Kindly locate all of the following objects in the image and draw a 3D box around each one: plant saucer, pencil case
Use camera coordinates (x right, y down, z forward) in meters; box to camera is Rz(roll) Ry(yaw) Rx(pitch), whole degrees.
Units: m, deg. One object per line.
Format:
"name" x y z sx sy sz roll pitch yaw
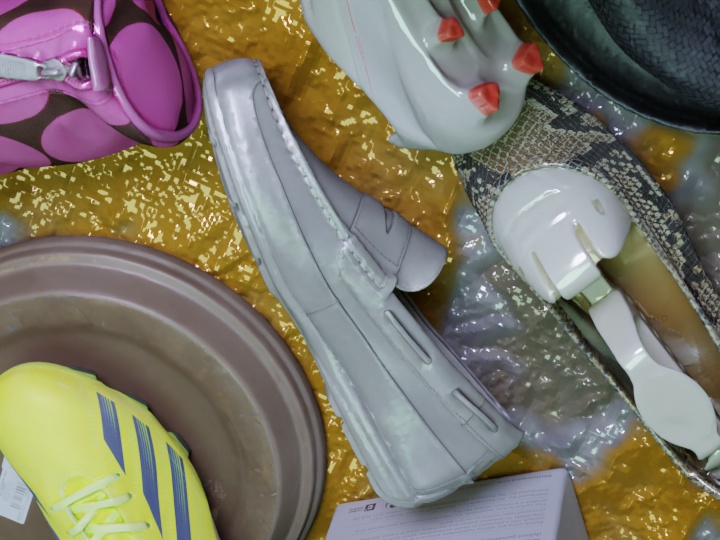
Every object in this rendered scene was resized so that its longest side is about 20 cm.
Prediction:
"plant saucer" -0.115 0.079 0.867 0.200 0.029 0.200 5 118 9
"pencil case" -0.168 -0.065 0.768 0.200 0.094 0.091 -15 108 19

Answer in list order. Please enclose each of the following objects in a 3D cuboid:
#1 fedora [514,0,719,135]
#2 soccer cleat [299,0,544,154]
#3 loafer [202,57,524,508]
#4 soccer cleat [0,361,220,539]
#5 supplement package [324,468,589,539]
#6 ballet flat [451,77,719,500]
"fedora" 0.124 -0.128 0.676 0.200 0.092 0.201 5 117 9
"soccer cleat" -0.006 -0.131 0.719 0.078 0.069 0.200 -13 109 51
"loafer" 0.000 0.000 0.787 0.070 0.070 0.200 -27 108 3
"soccer cleat" -0.091 0.126 0.822 0.065 0.084 0.200 -25 109 22
"supplement package" 0.037 0.186 0.791 0.109 0.200 0.114 -12 114 17
"ballet flat" 0.103 0.011 0.761 0.068 0.075 0.200 -32 106 25
